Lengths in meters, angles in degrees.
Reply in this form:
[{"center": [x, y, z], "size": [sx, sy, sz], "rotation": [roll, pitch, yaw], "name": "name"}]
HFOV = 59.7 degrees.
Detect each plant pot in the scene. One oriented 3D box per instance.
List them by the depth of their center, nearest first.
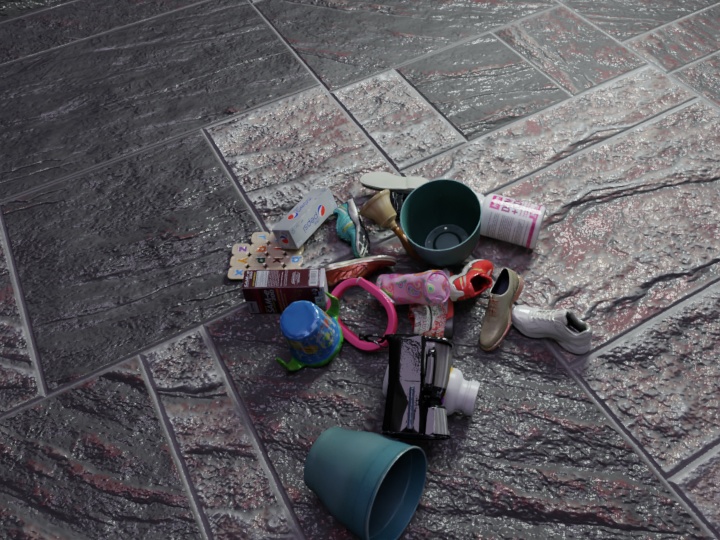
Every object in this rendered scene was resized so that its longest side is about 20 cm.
[{"center": [-0.002, 0.402, 1.216], "size": [0.187, 0.201, 0.200], "rotation": [17, 53, 33], "name": "plant pot"}, {"center": [0.210, -0.101, 1.582], "size": [0.199, 0.161, 0.202], "rotation": [-6, 62, 12], "name": "plant pot"}]

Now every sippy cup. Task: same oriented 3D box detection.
[{"center": [-0.121, 0.137, 1.441], "size": [0.139, 0.130, 0.179], "rotation": [-6, 61, 13], "name": "sippy cup"}]

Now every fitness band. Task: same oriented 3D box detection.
[{"center": [0.004, 0.103, 1.492], "size": [0.200, 0.037, 0.144], "rotation": [37, 98, 30], "name": "fitness band"}]

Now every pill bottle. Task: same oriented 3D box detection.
[{"center": [0.155, 0.253, 1.368], "size": [0.199, 0.105, 0.105], "rotation": [14, 54, 14], "name": "pill bottle"}, {"center": [0.376, -0.137, 1.655], "size": [0.199, 0.114, 0.114], "rotation": [16, 54, 16], "name": "pill bottle"}]

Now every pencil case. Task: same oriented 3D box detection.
[{"center": [0.118, 0.045, 1.483], "size": [0.199, 0.088, 0.088], "rotation": [-7, 37, 52], "name": "pencil case"}]

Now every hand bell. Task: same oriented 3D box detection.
[{"center": [0.096, -0.105, 1.661], "size": [0.104, 0.104, 0.200], "rotation": [-35, 82, -22], "name": "hand bell"}]

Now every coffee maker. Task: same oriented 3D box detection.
[{"center": [0.093, 0.238, 1.273], "size": [0.191, 0.135, 0.202], "rotation": [-3, 71, 28], "name": "coffee maker"}]

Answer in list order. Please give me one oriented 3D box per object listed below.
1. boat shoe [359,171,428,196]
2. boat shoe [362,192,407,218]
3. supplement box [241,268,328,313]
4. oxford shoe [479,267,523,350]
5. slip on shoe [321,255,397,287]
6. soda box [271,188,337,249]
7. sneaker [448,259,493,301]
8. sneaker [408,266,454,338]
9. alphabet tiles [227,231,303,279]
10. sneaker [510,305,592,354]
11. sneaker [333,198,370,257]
[{"center": [0.096, -0.232, 1.778], "size": [0.198, 0.062, 0.073], "rotation": [6, 47, 6], "name": "boat shoe"}, {"center": [0.105, -0.180, 1.739], "size": [0.198, 0.062, 0.075], "rotation": [3, 54, 7], "name": "boat shoe"}, {"center": [-0.182, 0.052, 1.543], "size": [0.198, 0.109, 0.061], "rotation": [-2, 52, 3], "name": "supplement box"}, {"center": [0.318, 0.088, 1.478], "size": [0.070, 0.074, 0.201], "rotation": [8, 71, 43], "name": "oxford shoe"}, {"center": [0.000, 0.000, 1.609], "size": [0.199, 0.074, 0.062], "rotation": [-12, 86, -14], "name": "slip on shoe"}, {"center": [-0.149, -0.142, 1.697], "size": [0.068, 0.064, 0.200], "rotation": [3, 41, 38], "name": "soda box"}, {"center": [0.286, 0.027, 1.518], "size": [0.084, 0.078, 0.200], "rotation": [-5, 17, 38], "name": "sneaker"}, {"center": [0.173, 0.072, 1.533], "size": [0.107, 0.067, 0.202], "rotation": [3, 55, 3], "name": "sneaker"}, {"center": [-0.250, -0.023, 1.665], "size": [0.194, 0.015, 0.201], "rotation": [-2, 52, 2], "name": "alphabet tiles"}, {"center": [0.448, 0.115, 1.462], "size": [0.199, 0.100, 0.078], "rotation": [19, 55, 17], "name": "sneaker"}, {"center": [-0.025, -0.105, 1.695], "size": [0.079, 0.078, 0.201], "rotation": [-24, 47, 9], "name": "sneaker"}]
